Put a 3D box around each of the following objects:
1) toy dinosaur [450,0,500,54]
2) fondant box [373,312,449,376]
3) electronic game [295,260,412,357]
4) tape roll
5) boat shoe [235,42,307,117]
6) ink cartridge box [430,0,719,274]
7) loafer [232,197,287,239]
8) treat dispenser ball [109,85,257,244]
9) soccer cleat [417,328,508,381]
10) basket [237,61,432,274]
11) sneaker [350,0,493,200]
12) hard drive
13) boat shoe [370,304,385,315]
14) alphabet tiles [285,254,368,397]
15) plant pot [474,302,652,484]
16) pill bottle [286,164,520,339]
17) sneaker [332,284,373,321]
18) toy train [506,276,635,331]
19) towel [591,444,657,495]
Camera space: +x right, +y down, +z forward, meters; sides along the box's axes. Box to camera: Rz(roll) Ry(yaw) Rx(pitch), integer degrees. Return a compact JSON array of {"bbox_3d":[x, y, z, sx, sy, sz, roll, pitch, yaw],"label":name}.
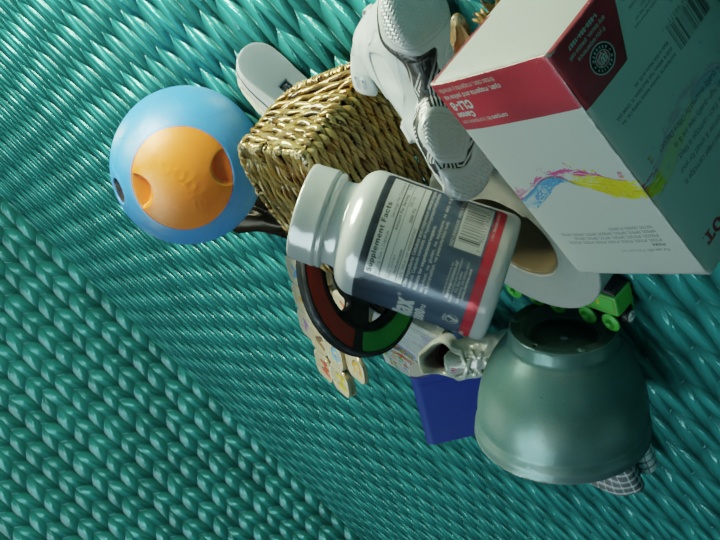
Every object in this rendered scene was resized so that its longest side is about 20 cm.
[{"bbox_3d":[0.128,-0.161,0.887,0.198,0.060,0.107,14,-137,-37],"label":"toy dinosaur"},{"bbox_3d":[0.087,0.096,1.553,0.143,0.058,0.201,29,157,29],"label":"fondant box"},{"bbox_3d":[0.000,0.000,1.274,0.041,0.202,0.201,-10,130,43],"label":"electronic game"},{"bbox_3d":[0.166,-0.056,1.057,0.201,0.071,0.203,35,160,15],"label":"tape roll"},{"bbox_3d":[-0.069,-0.166,1.247,0.201,0.075,0.086,42,160,1],"label":"boat shoe"},{"bbox_3d":[0.184,-0.115,0.781,0.200,0.146,0.144,48,159,-20],"label":"ink cartridge box"},{"bbox_3d":[-0.159,-0.078,1.608,0.198,0.072,0.073,22,154,42],"label":"loafer"},{"bbox_3d":[-0.224,-0.136,1.406,0.199,0.202,0.202,34,160,14],"label":"treat dispenser ball"},{"bbox_3d":[0.156,0.112,1.351,0.198,0.086,0.071,-6,100,46],"label":"soccer cleat"},{"bbox_3d":[-0.018,-0.108,1.151,0.141,0.150,0.201,13,147,46],"label":"basket"},{"bbox_3d":[0.054,-0.160,0.984,0.115,0.074,0.203,2,114,68],"label":"sneaker"},{"bbox_3d":[0.144,0.180,1.538,0.201,0.129,0.026,73,-176,-54],"label":"hard drive"},{"bbox_3d":[0.011,-0.020,1.380,0.203,0.073,0.060,68,171,-24],"label":"boat shoe"},{"bbox_3d":[-0.048,0.061,1.389,0.195,0.014,0.203,34,140,56],"label":"alphabet tiles"},{"bbox_3d":[0.222,0.116,1.189,0.199,0.199,0.136,22,127,41],"label":"plant pot"},{"bbox_3d":[0.038,-0.024,1.001,0.197,0.121,0.120,19,158,6],"label":"pill bottle"},{"bbox_3d":[-0.028,0.007,1.441,0.075,0.087,0.203,27,130,42],"label":"sneaker"},{"bbox_3d":[0.209,0.012,1.175,0.198,0.042,0.057,21,144,44],"label":"toy train"},{"bbox_3d":[0.266,0.192,1.388,0.198,0.086,0.166,17,150,48],"label":"towel"}]
